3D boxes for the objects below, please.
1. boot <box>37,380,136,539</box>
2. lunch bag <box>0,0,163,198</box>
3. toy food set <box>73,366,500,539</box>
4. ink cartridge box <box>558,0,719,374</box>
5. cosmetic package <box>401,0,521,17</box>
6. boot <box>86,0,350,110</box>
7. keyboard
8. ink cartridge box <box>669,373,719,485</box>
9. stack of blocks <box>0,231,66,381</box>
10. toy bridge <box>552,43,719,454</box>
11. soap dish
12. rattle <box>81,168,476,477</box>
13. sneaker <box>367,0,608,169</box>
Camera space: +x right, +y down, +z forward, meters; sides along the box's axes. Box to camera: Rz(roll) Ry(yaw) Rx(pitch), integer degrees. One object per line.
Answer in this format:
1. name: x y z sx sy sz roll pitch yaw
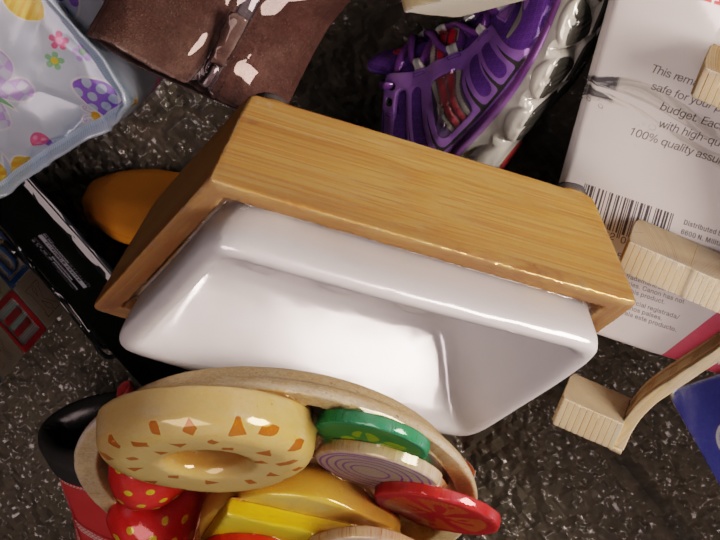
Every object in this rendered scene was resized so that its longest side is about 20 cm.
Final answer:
1. boot: -0.066 0.119 1.262 0.198 0.073 0.145 1 131 19
2. lunch bag: -0.169 -0.161 1.130 0.127 0.170 0.201 -27 107 29
3. toy food set: -0.037 0.105 1.152 0.196 0.049 0.200 14 147 -12
4. ink cartridge box: 0.172 -0.061 1.115 0.144 0.084 0.201 18 119 9
5. cosmetic package: 0.052 -0.212 1.001 0.104 0.071 0.202 -13 89 21
6. boot: -0.011 -0.142 1.082 0.199 0.072 0.168 20 90 -27
7. keyboard: -0.143 -0.015 1.248 0.200 0.040 0.104 51 157 -12
8. ink cartridge box: 0.264 0.109 1.098 0.199 0.041 0.200 -24 108 27
9. stack of blocks: -0.239 0.033 1.222 0.058 0.200 0.115 -36 101 28
10. toy bridge: 0.148 0.002 1.088 0.067 0.027 0.201 22 120 5
11. soap dish: 0.000 0.000 1.092 0.199 0.082 0.157 16 154 -18
12. rattle: -0.045 0.043 1.244 0.142 0.131 0.200 -10 137 33
13. sneaker: 0.049 -0.091 1.144 0.083 0.081 0.200 39 122 4
